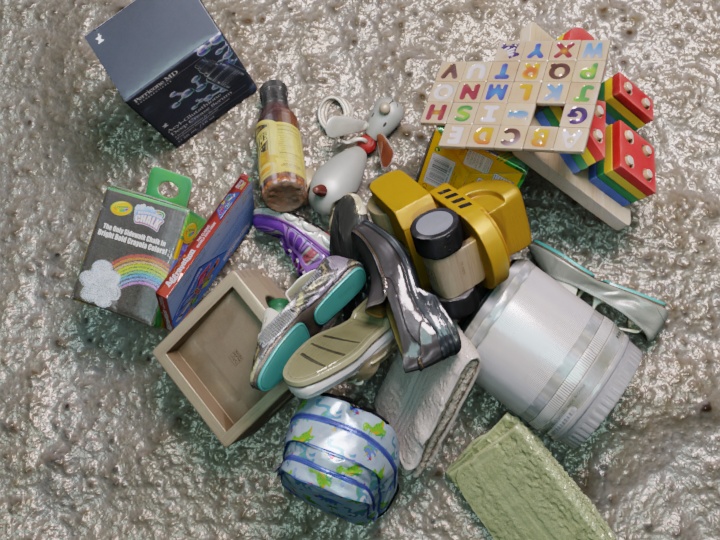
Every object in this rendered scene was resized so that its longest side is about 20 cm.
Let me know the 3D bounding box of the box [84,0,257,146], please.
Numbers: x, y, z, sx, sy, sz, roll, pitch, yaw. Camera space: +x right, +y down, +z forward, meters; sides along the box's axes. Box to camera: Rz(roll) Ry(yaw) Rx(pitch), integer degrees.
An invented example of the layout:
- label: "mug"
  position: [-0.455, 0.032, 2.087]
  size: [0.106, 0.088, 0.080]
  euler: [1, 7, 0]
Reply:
- label: "box"
  position: [-0.243, -0.274, 1.118]
  size: [0.147, 0.200, 0.108]
  euler: [-35, 79, 1]

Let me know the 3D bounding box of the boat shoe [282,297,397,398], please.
- label: "boat shoe"
  position: [-0.008, 0.100, 0.988]
  size: [0.074, 0.199, 0.069]
  euler: [17, 127, 39]

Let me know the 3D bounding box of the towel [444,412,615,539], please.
- label: "towel"
  position: [0.208, 0.287, 1.038]
  size: [0.201, 0.036, 0.149]
  euler: [50, 127, 12]

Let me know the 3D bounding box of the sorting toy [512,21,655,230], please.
- label: "sorting toy"
  position: [0.280, -0.187, 1.022]
  size: [0.197, 0.069, 0.203]
  euler: [29, 55, -28]

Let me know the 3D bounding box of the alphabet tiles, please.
- label: "alphabet tiles"
  position: [0.172, -0.203, 0.962]
  size: [0.197, 0.008, 0.169]
  euler: [6, 59, 25]

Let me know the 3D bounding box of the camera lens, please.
- label: "camera lens"
  position: [0.220, 0.098, 1.031]
  size: [0.199, 0.160, 0.161]
  euler: [37, 88, 10]

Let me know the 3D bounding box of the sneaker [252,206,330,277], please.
- label: "sneaker"
  position: [-0.068, -0.018, 1.126]
  size: [0.198, 0.081, 0.084]
  euler: [34, 93, 9]

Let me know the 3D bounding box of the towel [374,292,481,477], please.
- label: "towel"
  position: [0.075, 0.140, 1.027]
  size: [0.034, 0.133, 0.202]
  euler: [5, 123, -28]

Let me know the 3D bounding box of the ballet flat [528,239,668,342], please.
- label: "ballet flat"
  position: [0.295, 0.030, 1.081]
  size: [0.198, 0.067, 0.065]
  euler: [28, 93, 10]

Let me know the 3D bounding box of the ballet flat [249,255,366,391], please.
- label: "ballet flat"
  position: [-0.076, 0.056, 1.001]
  size: [0.072, 0.072, 0.201]
  euler: [38, 67, 10]

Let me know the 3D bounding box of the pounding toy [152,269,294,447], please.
- label: "pounding toy"
  position: [-0.121, 0.104, 1.098]
  size: [0.200, 0.142, 0.185]
  euler: [-43, 81, 11]

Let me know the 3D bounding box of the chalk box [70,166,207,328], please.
- label: "chalk box"
  position: [-0.279, -0.033, 1.130]
  size: [0.123, 0.124, 0.203]
  euler: [17, 83, 10]

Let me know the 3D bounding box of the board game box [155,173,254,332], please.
- label: "board game box"
  position: [-0.196, -0.022, 1.091]
  size: [0.019, 0.103, 0.202]
  euler: [25, 62, 10]

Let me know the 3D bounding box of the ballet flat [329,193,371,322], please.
- label: "ballet flat"
  position: [0.000, 0.000, 1.075]
  size: [0.056, 0.066, 0.204]
  euler: [-18, 109, -36]

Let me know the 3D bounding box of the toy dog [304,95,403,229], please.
- label: "toy dog"
  position: [-0.018, -0.151, 1.127]
  size: [0.130, 0.096, 0.204]
  euler: [14, 84, 8]

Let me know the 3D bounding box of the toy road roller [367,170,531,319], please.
- label: "toy road roller"
  position: [0.111, -0.050, 1.000]
  size: [0.144, 0.124, 0.200]
  euler: [-29, 35, -12]

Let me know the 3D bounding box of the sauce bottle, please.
- label: "sauce bottle"
  position: [-0.110, -0.172, 1.128]
  size: [0.065, 0.066, 0.202]
  euler: [-14, 53, 5]

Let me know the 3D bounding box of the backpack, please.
- label: "backpack"
  position: [-0.025, 0.225, 1.005]
  size: [0.161, 0.202, 0.155]
  euler: [26, 49, 8]

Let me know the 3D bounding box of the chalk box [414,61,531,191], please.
- label: "chalk box"
  position: [0.167, -0.167, 1.074]
  size: [0.122, 0.125, 0.201]
  euler: [28, 51, 7]

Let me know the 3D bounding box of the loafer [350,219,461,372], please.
- label: "loafer"
  position: [0.035, 0.025, 0.962]
  size: [0.072, 0.073, 0.201]
  euler: [-29, 58, -10]
